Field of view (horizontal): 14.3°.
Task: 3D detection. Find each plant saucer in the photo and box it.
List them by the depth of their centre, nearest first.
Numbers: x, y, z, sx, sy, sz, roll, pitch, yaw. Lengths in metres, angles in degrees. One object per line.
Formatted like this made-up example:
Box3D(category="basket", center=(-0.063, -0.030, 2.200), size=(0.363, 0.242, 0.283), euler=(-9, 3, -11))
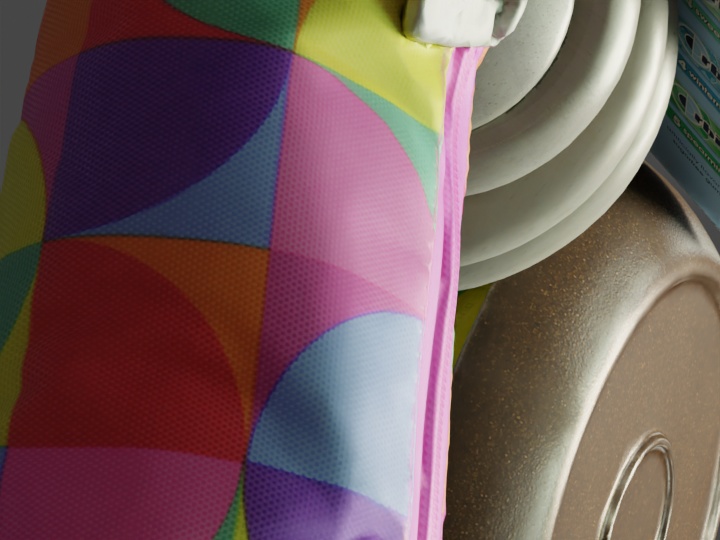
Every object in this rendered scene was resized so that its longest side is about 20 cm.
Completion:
Box3D(category="plant saucer", center=(0.063, 0.069, 0.786), size=(0.200, 0.032, 0.201), euler=(-44, 141, -52))

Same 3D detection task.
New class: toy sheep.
Box3D(category="toy sheep", center=(0.010, -0.055, 0.672), size=(0.200, 0.137, 0.138), euler=(115, -18, -88))

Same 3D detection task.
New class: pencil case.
Box3D(category="pencil case", center=(-0.022, 0.016, 0.465), size=(0.088, 0.088, 0.201), euler=(91, 8, -65))

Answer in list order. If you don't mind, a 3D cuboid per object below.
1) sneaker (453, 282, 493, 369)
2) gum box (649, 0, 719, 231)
Box3D(category="sneaker", center=(-0.020, 0.053, 0.737), size=(0.200, 0.085, 0.078), euler=(-38, 135, -57))
Box3D(category="gum box", center=(0.152, -0.103, 0.707), size=(0.045, 0.170, 0.200), euler=(51, -11, 20))
